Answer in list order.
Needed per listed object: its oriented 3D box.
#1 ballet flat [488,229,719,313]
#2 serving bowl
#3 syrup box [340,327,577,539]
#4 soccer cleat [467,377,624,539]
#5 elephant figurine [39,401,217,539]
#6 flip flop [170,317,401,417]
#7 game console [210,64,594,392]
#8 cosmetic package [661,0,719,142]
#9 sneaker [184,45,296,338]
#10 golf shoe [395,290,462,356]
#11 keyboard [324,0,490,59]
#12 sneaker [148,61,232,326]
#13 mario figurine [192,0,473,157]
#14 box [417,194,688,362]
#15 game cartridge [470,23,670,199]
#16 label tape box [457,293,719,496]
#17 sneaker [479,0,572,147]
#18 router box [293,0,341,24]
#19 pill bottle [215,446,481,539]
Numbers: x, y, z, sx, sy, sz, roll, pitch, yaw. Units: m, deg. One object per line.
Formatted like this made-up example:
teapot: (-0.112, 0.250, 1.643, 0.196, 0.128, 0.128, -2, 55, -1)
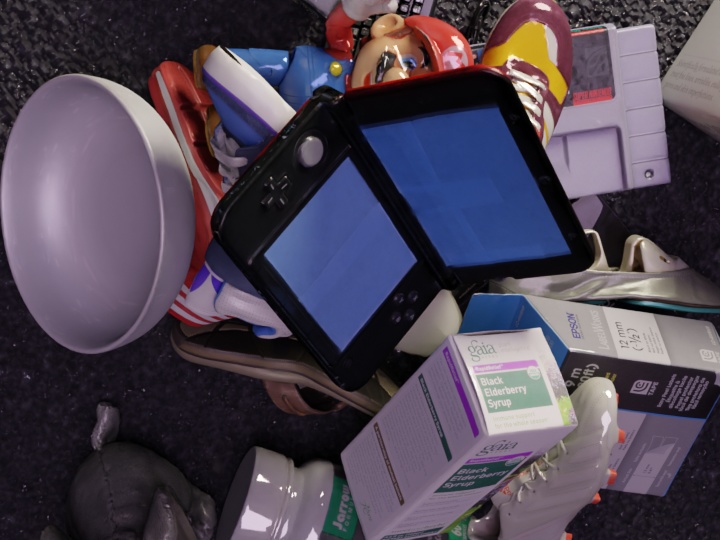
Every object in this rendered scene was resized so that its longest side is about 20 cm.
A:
ballet flat: (0.200, 0.001, 0.979, 0.198, 0.067, 0.064, 1, 95, -7)
serving bowl: (-0.185, -0.043, 0.918, 0.065, 0.199, 0.202, -9, 109, -47)
syrup box: (0.066, 0.125, 0.913, 0.078, 0.200, 0.082, -3, 61, -30)
soccer cleat: (0.138, 0.156, 0.937, 0.077, 0.070, 0.201, 11, 131, -7)
elephant figurine: (-0.173, 0.224, 0.952, 0.154, 0.200, 0.142, 30, 99, -12)
flip flop: (-0.058, 0.083, 1.001, 0.198, 0.081, 0.058, 15, 118, -9)
game console: (0.032, -0.016, 0.793, 0.173, 0.118, 0.200, -50, 135, -14)
cosmetic package: (0.368, -0.143, 0.949, 0.199, 0.165, 0.166, 30, 99, -12)
sneaker: (-0.078, -0.035, 0.843, 0.146, 0.081, 0.200, -42, 126, 1)
golf shoe: (0.000, 0.000, 0.962, 0.200, 0.097, 0.078, 40, 92, -6)
keyboard: (0.040, -0.186, 0.974, 0.126, 0.021, 0.202, 14, 102, -10)
sneaker: (-0.145, -0.050, 0.956, 0.115, 0.078, 0.202, -24, 83, 21)
mario figurine: (-0.017, -0.133, 0.882, 0.198, 0.124, 0.107, -10, 61, 1)
box: (0.158, 0.044, 1.035, 0.200, 0.036, 0.143, -43, 104, 3)
game cartridge: (0.137, -0.117, 0.969, 0.198, 0.038, 0.131, -10, 104, -3)
label tape box: (0.166, 0.098, 0.972, 0.198, 0.066, 0.144, 7, 129, -12)
sneaker: (0.112, -0.102, 0.908, 0.074, 0.090, 0.202, 14, 98, -6)
router box: (-0.027, -0.306, 0.908, 0.149, 0.062, 0.201, 35, 96, -8)
pill bottle: (-0.011, 0.221, 1.016, 0.198, 0.113, 0.114, 21, 100, -12)
